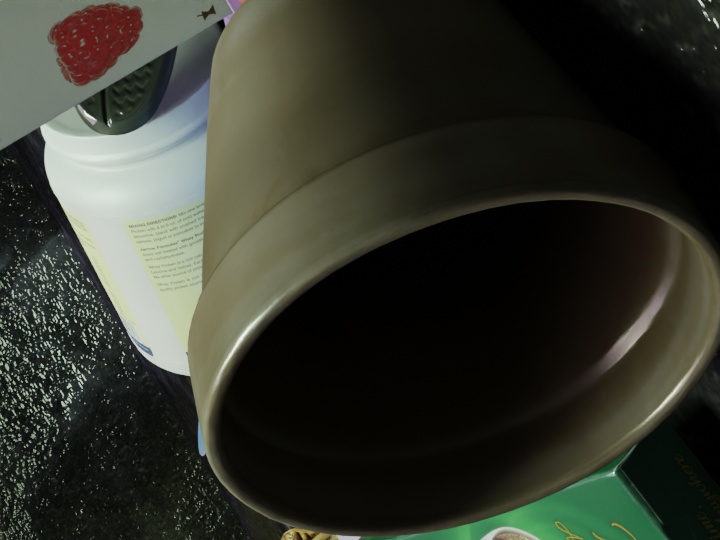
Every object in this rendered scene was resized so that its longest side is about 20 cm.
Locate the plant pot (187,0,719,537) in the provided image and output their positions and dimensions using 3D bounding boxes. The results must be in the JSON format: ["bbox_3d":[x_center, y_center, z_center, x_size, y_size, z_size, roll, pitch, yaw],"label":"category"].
[{"bbox_3d":[0.018,-0.024,0.882,0.200,0.200,0.174,72,178,-52],"label":"plant pot"}]

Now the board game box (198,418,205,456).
[{"bbox_3d":[-0.054,0.006,1.293,0.158,0.039,0.200,-92,14,-58],"label":"board game box"}]

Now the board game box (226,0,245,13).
[{"bbox_3d":[0.005,-0.062,1.068,0.200,0.032,0.120,60,-160,-11],"label":"board game box"}]

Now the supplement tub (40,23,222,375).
[{"bbox_3d":[-0.108,-0.048,1.432,0.145,0.145,0.200,46,164,48],"label":"supplement tub"}]

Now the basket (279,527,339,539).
[{"bbox_3d":[-0.011,0.174,1.442,0.149,0.200,0.143,50,174,38],"label":"basket"}]

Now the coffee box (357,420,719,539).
[{"bbox_3d":[0.096,0.141,1.043,0.123,0.044,0.200,51,142,-9],"label":"coffee box"}]

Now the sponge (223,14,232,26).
[{"bbox_3d":[-0.027,-0.079,1.291,0.112,0.030,0.200,50,167,39],"label":"sponge"}]

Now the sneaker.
[{"bbox_3d":[-0.140,-0.162,1.368,0.114,0.076,0.200,65,-168,-68],"label":"sneaker"}]

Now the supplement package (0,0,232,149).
[{"bbox_3d":[-0.155,-0.169,1.160,0.120,0.200,0.121,50,167,39],"label":"supplement package"}]

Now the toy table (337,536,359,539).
[{"bbox_3d":[0.054,0.132,1.277,0.200,0.117,0.184,58,169,1],"label":"toy table"}]
